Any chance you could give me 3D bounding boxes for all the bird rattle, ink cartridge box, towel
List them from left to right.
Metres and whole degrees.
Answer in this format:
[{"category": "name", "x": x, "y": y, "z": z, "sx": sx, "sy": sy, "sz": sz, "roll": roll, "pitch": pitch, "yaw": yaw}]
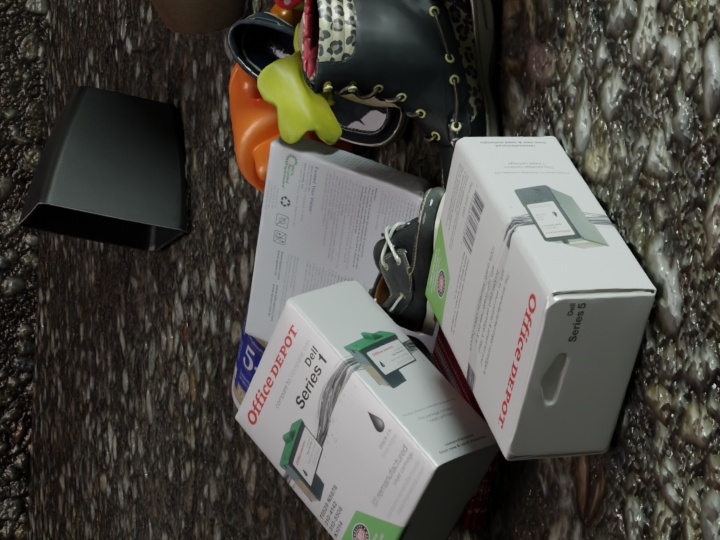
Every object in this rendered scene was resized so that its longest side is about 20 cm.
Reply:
[{"category": "bird rattle", "x": -0.004, "y": -0.206, "z": 1.625, "sx": 0.113, "sy": 0.162, "sz": 0.201, "roll": -78, "pitch": 2, "yaw": -51}, {"category": "ink cartridge box", "x": 0.000, "y": 0.000, "z": 1.684, "sx": 0.199, "sy": 0.041, "sz": 0.201, "roll": 22, "pitch": 120, "yaw": 21}, {"category": "ink cartridge box", "x": 0.002, "y": 0.129, "z": 1.551, "sx": 0.200, "sy": 0.084, "sz": 0.147, "roll": 46, "pitch": 130, "yaw": 28}, {"category": "towel", "x": 0.091, "y": 0.095, "z": 1.567, "sx": 0.145, "sy": 0.022, "sz": 0.201, "roll": -116, "pitch": 31, "yaw": -51}, {"category": "ink cartridge box", "x": 0.123, "y": 0.017, "z": 1.368, "sx": 0.200, "sy": 0.083, "sz": 0.146, "roll": -115, "pitch": 29, "yaw": -51}]

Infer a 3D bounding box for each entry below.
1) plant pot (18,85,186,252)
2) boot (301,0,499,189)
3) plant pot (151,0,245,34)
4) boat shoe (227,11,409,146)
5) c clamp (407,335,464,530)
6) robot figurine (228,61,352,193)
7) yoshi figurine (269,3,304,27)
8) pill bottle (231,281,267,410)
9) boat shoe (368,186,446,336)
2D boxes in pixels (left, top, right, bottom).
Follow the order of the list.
[{"category": "plant pot", "x": -0.338, "y": -0.141, "z": 2.592, "sx": 0.199, "sy": 0.199, "sz": 0.179, "roll": 158, "pitch": 122, "yaw": -70}, {"category": "boot", "x": 0.030, "y": -0.135, "z": 1.523, "sx": 0.073, "sy": 0.153, "sz": 0.205, "roll": -165, "pitch": 74, "yaw": -71}, {"category": "plant pot", "x": -0.192, "y": -0.379, "z": 2.172, "sx": 0.187, "sy": 0.186, "sz": 0.201, "roll": -122, "pitch": 21, "yaw": -57}, {"category": "boat shoe", "x": -0.043, "y": -0.174, "z": 1.748, "sx": 0.200, "sy": 0.062, "sz": 0.075, "roll": 35, "pitch": 107, "yaw": 22}, {"category": "c clamp", "x": 0.032, "y": 0.146, "z": 1.630, "sx": 0.171, "sy": 0.027, "sz": 0.201, "roll": -49, "pitch": 51, "yaw": 44}, {"category": "robot figurine", "x": -0.069, "y": -0.149, "z": 1.867, "sx": 0.201, "sy": 0.143, "sz": 0.117, "roll": -101, "pitch": 31, "yaw": -48}, {"category": "yoshi figurine", "x": -0.021, "y": -0.246, "z": 1.760, "sx": 0.200, "sy": 0.112, "sz": 0.113, "roll": -36, "pitch": 70, "yaw": 65}, {"category": "pill bottle", "x": -0.053, "y": 0.053, "z": 1.838, "sx": 0.120, "sy": 0.119, "sz": 0.201, "roll": -112, "pitch": 27, "yaw": -46}, {"category": "boat shoe", "x": 0.042, "y": -0.007, "z": 1.533, "sx": 0.200, "sy": 0.067, "sz": 0.072, "roll": 102, "pitch": -173, "yaw": -64}]
